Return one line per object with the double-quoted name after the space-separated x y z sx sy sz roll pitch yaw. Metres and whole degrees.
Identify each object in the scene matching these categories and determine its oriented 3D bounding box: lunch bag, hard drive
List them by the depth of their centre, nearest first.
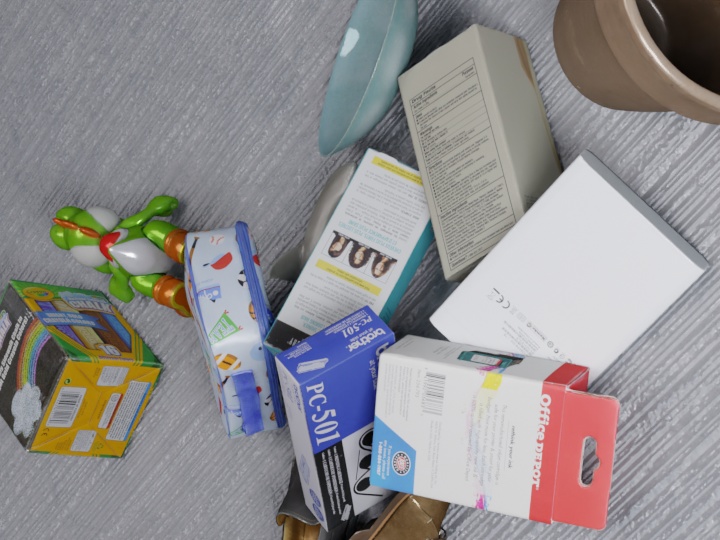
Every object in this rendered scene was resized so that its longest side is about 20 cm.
0.164 0.017 1.523 0.132 0.027 0.200 43 121 3 "hard drive"
-0.113 0.062 1.775 0.200 0.075 0.160 83 171 -57 "lunch bag"

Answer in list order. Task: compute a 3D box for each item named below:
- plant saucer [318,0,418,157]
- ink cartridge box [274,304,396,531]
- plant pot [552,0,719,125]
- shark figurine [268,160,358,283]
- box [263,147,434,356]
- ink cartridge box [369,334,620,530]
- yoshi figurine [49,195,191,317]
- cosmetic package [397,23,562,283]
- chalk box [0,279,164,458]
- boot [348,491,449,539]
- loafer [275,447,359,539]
0.014 -0.193 1.734 0.201 0.039 0.201 -162 90 -78 "plant saucer"
-0.011 0.128 1.618 0.044 0.094 0.200 47 157 39 "ink cartridge box"
0.237 -0.195 1.435 0.175 0.200 0.201 160 113 -65 "plant pot"
-0.037 0.019 1.748 0.128 0.089 0.215 -29 66 57 "shark figurine"
0.000 0.000 1.671 0.082 0.049 0.200 26 80 16 "box"
0.114 0.129 1.528 0.200 0.067 0.116 10 105 21 "ink cartridge box"
-0.234 -0.020 1.999 0.200 0.112 0.112 20 139 34 "yoshi figurine"
0.108 -0.096 1.622 0.105 0.071 0.200 -30 61 39 "cosmetic package"
-0.324 0.093 2.037 0.200 0.124 0.125 46 117 44 "chalk box"
0.055 0.217 1.645 0.075 0.074 0.200 44 113 10 "boot"
-0.042 0.221 1.731 0.073 0.072 0.200 -23 65 45 "loafer"
